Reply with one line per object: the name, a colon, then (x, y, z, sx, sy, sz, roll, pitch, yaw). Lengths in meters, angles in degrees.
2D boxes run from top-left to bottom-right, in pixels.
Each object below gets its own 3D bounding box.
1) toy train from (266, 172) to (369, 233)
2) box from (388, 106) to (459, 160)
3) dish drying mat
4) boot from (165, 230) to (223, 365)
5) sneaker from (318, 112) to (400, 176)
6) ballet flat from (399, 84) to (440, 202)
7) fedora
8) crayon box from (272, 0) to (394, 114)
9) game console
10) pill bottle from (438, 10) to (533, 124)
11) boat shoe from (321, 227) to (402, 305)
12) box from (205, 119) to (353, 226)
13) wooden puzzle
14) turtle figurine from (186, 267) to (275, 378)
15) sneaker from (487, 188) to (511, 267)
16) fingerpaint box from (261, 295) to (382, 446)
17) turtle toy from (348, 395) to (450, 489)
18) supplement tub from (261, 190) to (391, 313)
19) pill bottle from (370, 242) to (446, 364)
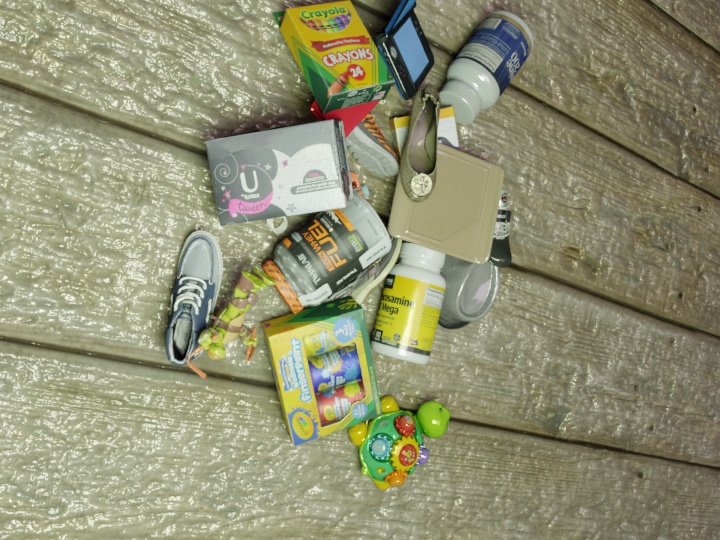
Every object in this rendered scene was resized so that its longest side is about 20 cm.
toy train: (-0.070, -0.141, 1.229, 0.197, 0.055, 0.153, -22, 106, -29)
box: (0.127, -0.189, 1.340, 0.117, 0.041, 0.204, -13, 104, -13)
dish drying mat: (-0.003, -0.299, 1.203, 0.077, 0.018, 0.201, 42, 56, -8)
boot: (-0.252, 0.041, 1.103, 0.071, 0.090, 0.205, 6, 92, -5)
sneaker: (0.017, -0.255, 1.261, 0.199, 0.077, 0.114, 39, 61, -42)
ballet flat: (0.108, -0.219, 1.244, 0.066, 0.046, 0.205, 9, 84, -16)
fedora: (0.207, 0.018, 1.398, 0.176, 0.090, 0.203, 35, 77, -30)
crayon box: (-0.046, -0.359, 1.171, 0.125, 0.051, 0.202, -20, 73, -29)
game console: (0.108, -0.414, 1.227, 0.173, 0.117, 0.201, 61, 33, -23)
pill bottle: (0.230, -0.375, 1.360, 0.111, 0.110, 0.201, 44, 72, -27)
boat shoe: (0.000, 0.000, 1.277, 0.065, 0.073, 0.202, 44, 72, -32)
box: (-0.119, -0.149, 1.109, 0.196, 0.115, 0.135, -7, 101, 8)
wooden puzzle: (0.152, -0.124, 1.297, 0.196, 0.037, 0.189, 15, 80, -18)
turtle figurine: (-0.192, 0.076, 1.121, 0.163, 0.064, 0.199, -59, 160, 9)
sneaker: (0.244, -0.107, 1.357, 0.073, 0.088, 0.203, -5, 68, -37)
fingerpaint box: (-0.063, 0.168, 1.223, 0.164, 0.073, 0.204, -15, 109, -15)
turtle toy: (0.079, 0.311, 1.341, 0.199, 0.100, 0.148, -37, 113, -23)
supplement tub: (-0.057, -0.027, 1.197, 0.199, 0.122, 0.124, -38, 113, -9)
pill bottle: (0.091, 0.058, 1.317, 0.111, 0.112, 0.204, 16, 86, -32)
